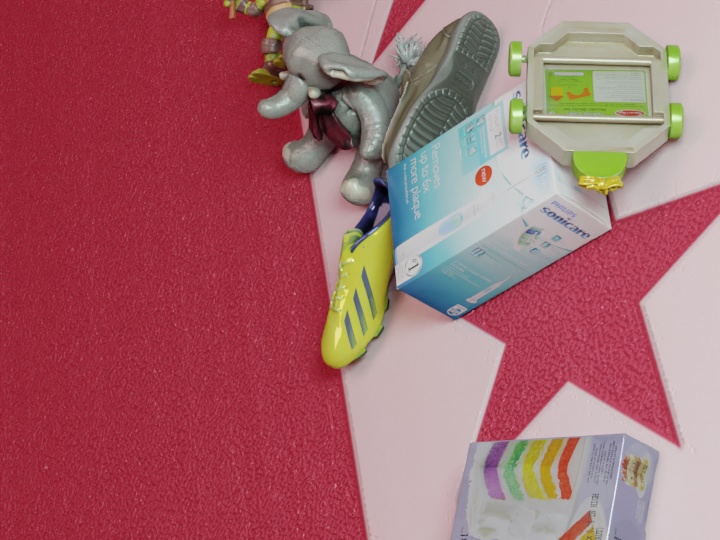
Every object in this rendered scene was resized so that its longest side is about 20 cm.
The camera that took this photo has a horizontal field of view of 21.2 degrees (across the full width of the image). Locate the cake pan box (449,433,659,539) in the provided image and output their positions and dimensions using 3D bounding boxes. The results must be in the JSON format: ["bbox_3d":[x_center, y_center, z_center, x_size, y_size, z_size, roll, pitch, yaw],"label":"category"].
[{"bbox_3d":[0.152,0.241,1.628,0.184,0.052,0.200,-8,62,49],"label":"cake pan box"}]

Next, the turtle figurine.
[{"bbox_3d":[-0.097,-0.297,2.237,0.200,0.064,0.161,-14,65,34],"label":"turtle figurine"}]

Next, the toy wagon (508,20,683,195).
[{"bbox_3d":[0.210,-0.143,1.729,0.155,0.040,0.200,2,55,3],"label":"toy wagon"}]

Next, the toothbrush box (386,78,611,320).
[{"bbox_3d":[0.127,-0.068,1.818,0.200,0.085,0.146,-30,47,33],"label":"toothbrush box"}]

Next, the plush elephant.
[{"bbox_3d":[-0.035,-0.189,2.021,0.200,0.155,0.165,-56,38,8],"label":"plush elephant"}]

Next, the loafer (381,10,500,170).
[{"bbox_3d":[0.076,-0.171,1.952,0.070,0.075,0.200,-5,50,54],"label":"loafer"}]

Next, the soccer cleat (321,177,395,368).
[{"bbox_3d":[0.000,-0.001,1.924,0.065,0.084,0.200,23,86,52],"label":"soccer cleat"}]
